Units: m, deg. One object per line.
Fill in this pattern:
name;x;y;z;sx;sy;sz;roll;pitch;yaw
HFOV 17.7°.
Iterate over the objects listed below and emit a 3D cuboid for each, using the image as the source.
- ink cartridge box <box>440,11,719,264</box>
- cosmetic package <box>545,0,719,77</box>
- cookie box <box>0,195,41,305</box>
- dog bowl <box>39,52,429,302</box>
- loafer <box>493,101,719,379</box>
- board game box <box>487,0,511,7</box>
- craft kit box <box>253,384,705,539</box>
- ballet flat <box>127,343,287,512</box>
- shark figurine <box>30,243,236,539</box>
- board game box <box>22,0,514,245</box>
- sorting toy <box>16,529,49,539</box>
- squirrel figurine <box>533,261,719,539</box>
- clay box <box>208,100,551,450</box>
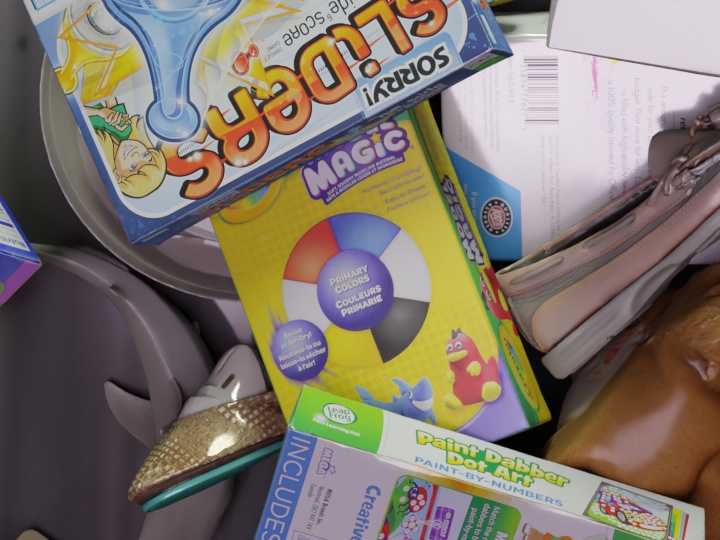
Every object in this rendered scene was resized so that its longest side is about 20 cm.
ink cartridge box;0.143;-0.066;1.132;0.200;0.068;0.115;1;106;11
cosmetic package;0.141;-0.160;1.040;0.085;0.200;0.108;10;108;10
cookie box;-0.281;-0.028;1.181;0.171;0.075;0.200;-42;65;18
dog bowl;-0.059;-0.087;1.173;0.200;0.059;0.200;3;104;11
loafer;0.141;-0.032;1.073;0.063;0.072;0.200;47;114;6
board game box;0.003;-0.212;1.096;0.095;0.030;0.200;-16;91;7
craft kit box;0.038;0.172;1.091;0.197;0.049;0.200;19;118;1
ballet flat;-0.034;0.061;1.173;0.200;0.071;0.065;-19;85;-23
shark figurine;-0.111;0.059;1.208;0.128;0.090;0.215;-25;100;15
board game box;-0.046;-0.115;1.077;0.200;0.034;0.135;-28;81;18
sorting toy;-0.154;0.267;1.218;0.200;0.199;0.070;37;124;0
squirrel figurine;0.201;0.090;1.116;0.187;0.142;0.200;39;126;-9
clay box;0.000;0.000;1.105;0.115;0.048;0.200;-23;85;18
